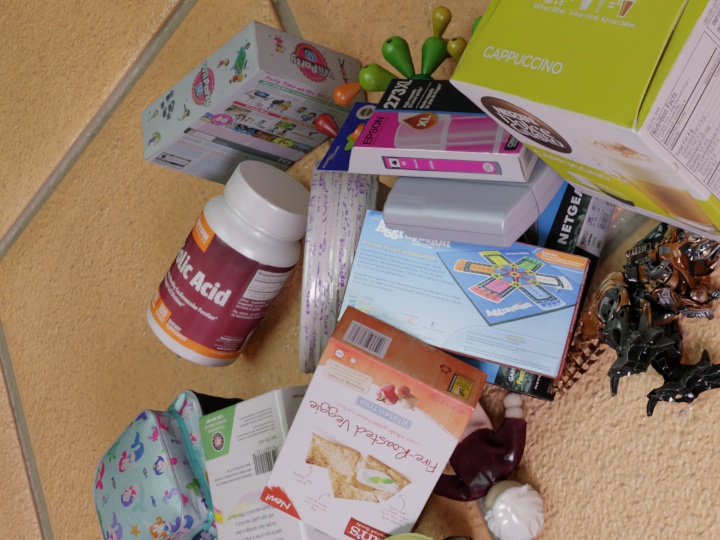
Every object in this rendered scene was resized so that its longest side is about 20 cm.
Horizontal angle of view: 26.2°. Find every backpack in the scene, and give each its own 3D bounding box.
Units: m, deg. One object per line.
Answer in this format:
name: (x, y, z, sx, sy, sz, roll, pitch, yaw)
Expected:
backpack: (-0.193, 0.243, 1.622, 0.200, 0.150, 0.178, -48, 51, 36)

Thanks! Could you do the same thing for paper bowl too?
paper bowl: (0.000, 0.000, 1.444, 0.201, 0.104, 0.202, -175, 90, -89)

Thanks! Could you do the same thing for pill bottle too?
pill bottle: (-0.133, -0.007, 1.628, 0.201, 0.114, 0.114, -58, 45, 23)

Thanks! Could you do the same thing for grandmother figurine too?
grandmother figurine: (0.101, 0.156, 1.373, 0.121, 0.060, 0.200, -48, 52, 21)

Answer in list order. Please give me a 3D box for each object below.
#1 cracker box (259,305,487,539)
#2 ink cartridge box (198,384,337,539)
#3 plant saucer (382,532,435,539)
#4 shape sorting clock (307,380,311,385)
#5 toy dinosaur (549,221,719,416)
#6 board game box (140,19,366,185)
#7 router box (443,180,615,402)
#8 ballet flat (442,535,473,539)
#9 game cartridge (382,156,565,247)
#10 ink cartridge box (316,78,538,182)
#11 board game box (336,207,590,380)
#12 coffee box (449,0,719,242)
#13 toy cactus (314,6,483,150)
cracker box: (0.008, 0.145, 1.326, 0.058, 0.133, 0.201, -60, -6, -55)
ink cartridge box: (-0.070, 0.221, 1.479, 0.145, 0.084, 0.201, -24, 73, 49)
plant saucer: (0.051, 0.323, 1.301, 0.199, 0.031, 0.201, -11, 75, 50)
shape sorting clock: (-0.011, 0.186, 1.503, 0.199, 0.039, 0.201, -14, 71, 46)
toy dinosaur: (0.233, 0.038, 1.248, 0.136, 0.101, 0.201, -102, 26, -45)
board game box: (-0.113, -0.166, 1.619, 0.200, 0.147, 0.065, -31, 57, 40)
router box: (0.127, -0.003, 1.348, 0.149, 0.051, 0.201, 16, 87, 37)
ballet flat: (0.053, 0.313, 1.405, 0.067, 0.046, 0.201, 37, 118, 14)
game cartridge: (0.116, -0.103, 1.319, 0.132, 0.042, 0.200, 3, 46, 32)
ink cartridge box: (0.062, -0.121, 1.312, 0.199, 0.037, 0.095, 3, 46, 29)
board game box: (0.085, 0.018, 1.301, 0.199, 0.019, 0.104, 14, 87, 20)
coffee box: (0.227, -0.163, 1.162, 0.199, 0.197, 0.201, 24, 83, 48)
toy cactus: (0.068, -0.146, 1.460, 0.200, 0.102, 0.166, -35, 78, 8)
